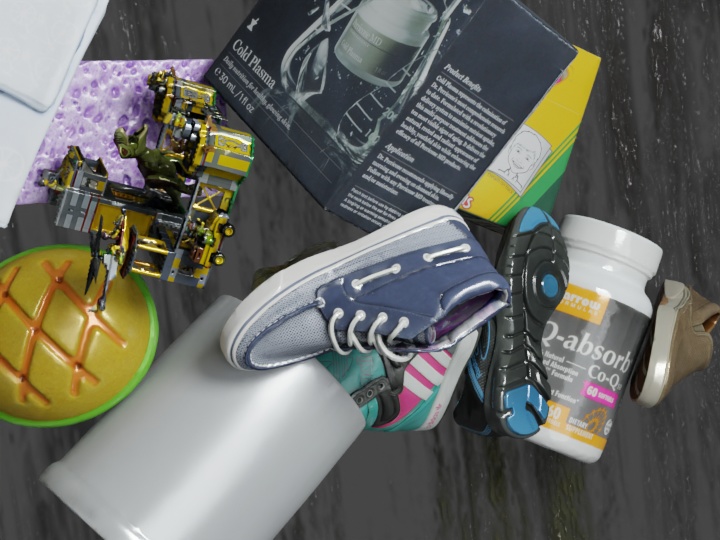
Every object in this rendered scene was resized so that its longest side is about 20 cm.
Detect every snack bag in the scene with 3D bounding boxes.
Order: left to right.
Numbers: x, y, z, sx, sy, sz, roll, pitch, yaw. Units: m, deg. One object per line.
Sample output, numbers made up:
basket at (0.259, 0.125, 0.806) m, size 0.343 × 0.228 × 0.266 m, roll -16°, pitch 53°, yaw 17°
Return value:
snack bag at (-0.310, -0.155, 1.005) m, size 0.188 × 0.021 × 0.200 m, roll 24°, pitch 88°, yaw -9°

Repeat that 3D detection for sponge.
sponge at (-0.200, -0.110, 1.077) m, size 0.200 × 0.030 × 0.112 m, roll -4°, pitch 96°, yaw -23°

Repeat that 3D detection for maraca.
maraca at (-0.251, 0.054, 1.032) m, size 0.200 × 0.107 × 0.137 m, roll -15°, pitch 79°, yaw 2°

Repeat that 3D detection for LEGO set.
LEGO set at (-0.164, -0.072, 0.987) m, size 0.116 × 0.200 × 0.154 m, roll 14°, pitch 114°, yaw -23°

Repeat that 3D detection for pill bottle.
pill bottle at (0.189, 0.060, 1.212) m, size 0.116 × 0.116 × 0.200 m, roll 22°, pitch 86°, yaw -23°

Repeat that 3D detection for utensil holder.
utensil holder at (-0.117, 0.143, 1.060) m, size 0.200 × 0.170 × 0.170 m, roll -47°, pitch 110°, yaw -14°

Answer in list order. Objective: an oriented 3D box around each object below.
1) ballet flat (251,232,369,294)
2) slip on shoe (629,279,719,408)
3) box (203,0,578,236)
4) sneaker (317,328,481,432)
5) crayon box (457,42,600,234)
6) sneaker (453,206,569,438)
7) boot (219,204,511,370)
ballet flat at (0.000, 0.000, 1.159) m, size 0.200 × 0.071 × 0.071 m, roll -15°, pitch 100°, yaw -23°
slip on shoe at (0.283, 0.067, 1.218) m, size 0.061 × 0.200 × 0.076 m, roll 20°, pitch 112°, yaw 10°
box at (0.018, -0.154, 1.032) m, size 0.197 × 0.200 × 0.124 m, roll -52°, pitch 139°, yaw 11°
sneaker at (0.021, 0.060, 1.126) m, size 0.121 × 0.084 × 0.200 m, roll -6°, pitch 131°, yaw -26°
crayon box at (0.090, -0.139, 1.183) m, size 0.200 × 0.058 × 0.173 m, roll 20°, pitch 87°, yaw -24°
sneaker at (0.119, 0.042, 1.151) m, size 0.073 × 0.082 × 0.200 m, roll 24°, pitch 70°, yaw -32°
boot at (0.003, 0.031, 0.965) m, size 0.200 × 0.090 × 0.073 m, roll -30°, pitch 140°, yaw -6°
